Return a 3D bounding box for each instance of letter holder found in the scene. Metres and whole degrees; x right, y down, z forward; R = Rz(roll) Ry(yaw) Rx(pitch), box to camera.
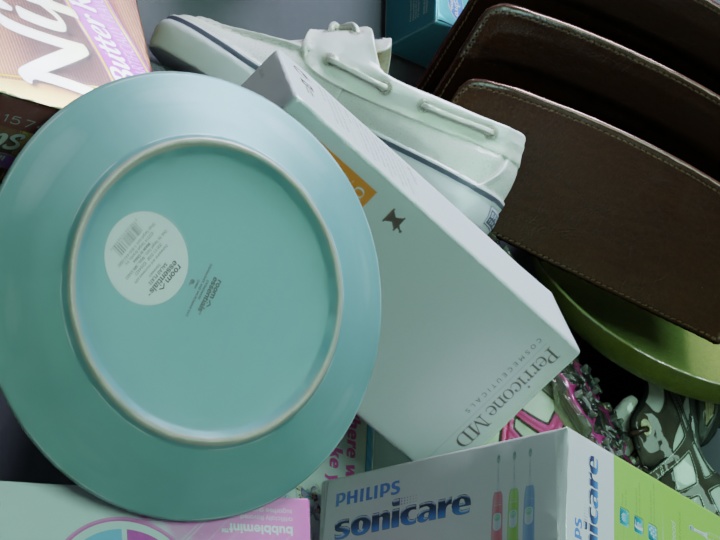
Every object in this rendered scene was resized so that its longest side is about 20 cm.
[{"bbox_3d":[0.141,-0.078,1.414,0.200,0.142,0.101,25,30,-12],"label":"letter holder"}]

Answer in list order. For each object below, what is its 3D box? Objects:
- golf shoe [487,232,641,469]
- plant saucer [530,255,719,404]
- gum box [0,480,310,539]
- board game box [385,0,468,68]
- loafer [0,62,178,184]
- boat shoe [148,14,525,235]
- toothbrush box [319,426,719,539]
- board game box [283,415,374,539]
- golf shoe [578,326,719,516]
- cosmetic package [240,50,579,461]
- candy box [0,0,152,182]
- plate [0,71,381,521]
[{"bbox_3d":[0.079,0.074,1.399,0.200,0.092,0.073,55,17,-7],"label":"golf shoe"},{"bbox_3d":[0.181,0.016,1.488,0.199,0.031,0.200,17,32,-11],"label":"plant saucer"},{"bbox_3d":[-0.122,0.157,1.154,0.199,0.066,0.114,5,68,-23],"label":"gum box"},{"bbox_3d":[0.104,-0.170,1.541,0.200,0.047,0.151,21,60,-36],"label":"board game box"},{"bbox_3d":[-0.153,-0.059,1.264,0.200,0.063,0.072,-11,50,-48],"label":"loafer"},{"bbox_3d":[-0.009,-0.091,1.341,0.200,0.071,0.070,27,81,4],"label":"boat shoe"},{"bbox_3d":[0.094,0.158,1.300,0.200,0.145,0.086,33,52,-46],"label":"toothbrush box"},{"bbox_3d":[-0.055,0.105,1.290,0.134,0.034,0.201,22,59,-34],"label":"board game box"},{"bbox_3d":[0.161,0.120,1.460,0.094,0.078,0.201,16,52,-34],"label":"golf shoe"},{"bbox_3d":[0.000,0.000,1.276,0.200,0.101,0.071,40,12,-23],"label":"cosmetic package"},{"bbox_3d":[-0.166,-0.128,1.220,0.116,0.056,0.200,16,40,-31],"label":"candy box"},{"bbox_3d":[-0.071,0.010,1.156,0.200,0.026,0.201,4,83,-30],"label":"plate"}]
